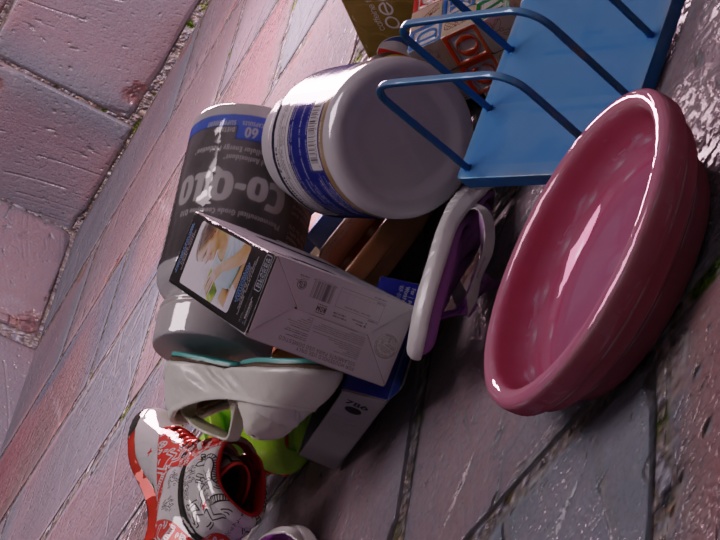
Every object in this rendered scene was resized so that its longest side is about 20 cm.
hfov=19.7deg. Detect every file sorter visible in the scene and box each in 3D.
[{"bbox_3d":[0.114,-0.172,1.342,0.138,0.122,0.201,0,63,48],"label":"file sorter"}]

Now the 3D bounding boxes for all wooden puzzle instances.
[{"bbox_3d":[-0.009,-0.063,1.776,0.186,0.046,0.200,-52,5,-15],"label":"wooden puzzle"}]

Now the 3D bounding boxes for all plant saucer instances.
[{"bbox_3d":[0.000,0.000,1.681,0.201,0.032,0.200,-50,3,4],"label":"plant saucer"},{"bbox_3d":[0.140,-0.005,1.192,0.201,0.051,0.201,-58,14,24],"label":"plant saucer"}]

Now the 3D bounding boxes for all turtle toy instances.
[{"bbox_3d":[-0.089,0.121,1.733,0.200,0.100,0.147,-133,38,-76],"label":"turtle toy"}]

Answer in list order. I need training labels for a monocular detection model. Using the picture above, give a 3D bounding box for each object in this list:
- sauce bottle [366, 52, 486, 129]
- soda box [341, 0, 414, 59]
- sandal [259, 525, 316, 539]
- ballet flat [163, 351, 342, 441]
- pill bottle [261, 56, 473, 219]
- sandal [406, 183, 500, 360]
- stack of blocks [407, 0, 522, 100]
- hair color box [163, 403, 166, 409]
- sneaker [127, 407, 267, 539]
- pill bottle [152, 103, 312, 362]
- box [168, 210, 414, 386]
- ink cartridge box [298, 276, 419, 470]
[{"bbox_3d":[0.060,-0.124,1.624,0.065,0.064,0.200,-63,31,4],"label":"sauce bottle"},{"bbox_3d":[0.031,-0.222,1.711,0.067,0.201,0.064,-4,47,24],"label":"soda box"},{"bbox_3d":[-0.065,0.225,1.542,0.083,0.050,0.203,-67,13,-10],"label":"sandal"},{"bbox_3d":[-0.081,0.096,1.544,0.199,0.069,0.070,-1,62,51],"label":"ballet flat"},{"bbox_3d":[-0.002,-0.097,1.550,0.117,0.115,0.200,-66,19,-6],"label":"pill bottle"},{"bbox_3d":[0.076,-0.007,1.442,0.203,0.049,0.083,-64,-15,-56],"label":"sandal"},{"bbox_3d":[0.105,-0.219,1.596,0.114,0.059,0.201,-22,32,21],"label":"stack of blocks"},{"bbox_3d":[-0.099,0.056,1.910,0.061,0.098,0.201,-38,30,61],"label":"hair color box"},{"bbox_3d":[-0.125,0.155,1.632,0.108,0.067,0.202,-44,30,21],"label":"sneaker"},{"bbox_3d":[-0.101,-0.022,1.664,0.114,0.113,0.202,140,145,-60],"label":"pill bottle"},{"bbox_3d":[-0.053,0.017,1.492,0.061,0.116,0.200,-68,24,3],"label":"box"},{"bbox_3d":[0.003,0.073,1.556,0.200,0.039,0.100,124,167,-62],"label":"ink cartridge box"}]
